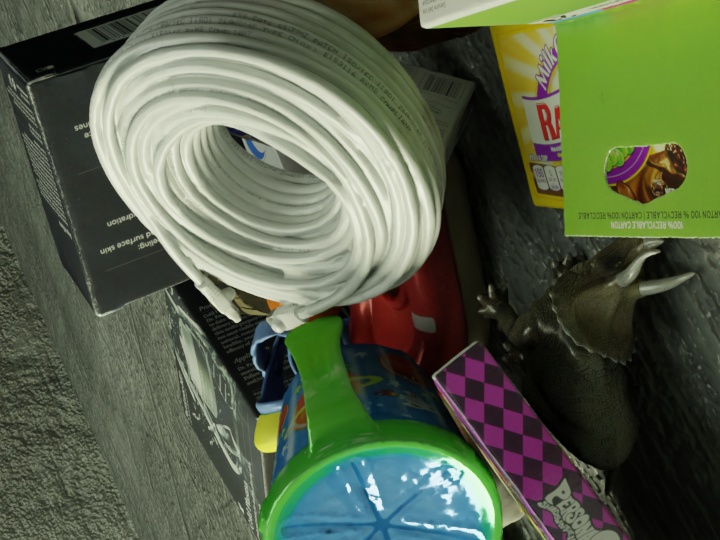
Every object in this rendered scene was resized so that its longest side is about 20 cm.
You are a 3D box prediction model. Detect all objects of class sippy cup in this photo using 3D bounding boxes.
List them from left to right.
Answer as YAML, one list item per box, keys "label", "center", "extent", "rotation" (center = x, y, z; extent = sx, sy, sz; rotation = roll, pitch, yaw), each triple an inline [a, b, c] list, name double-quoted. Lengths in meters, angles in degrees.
- label: "sippy cup"
  center: [0.005, 0.114, 0.798]
  extent: [0.131, 0.139, 0.179]
  rotation: [-103, 28, -60]

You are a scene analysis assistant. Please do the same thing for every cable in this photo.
- label: "cable"
  center: [-0.047, -0.060, 0.730]
  extent: [0.199, 0.069, 0.200]
  rotation: [-13, 130, 41]

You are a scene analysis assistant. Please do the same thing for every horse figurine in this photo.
- label: "horse figurine"
  center: [0.004, -0.173, 0.670]
  extent: [0.050, 0.132, 0.200]
  rotation: [-101, -14, -45]

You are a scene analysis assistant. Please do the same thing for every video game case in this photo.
- label: "video game case"
  center: [0.116, 0.139, 0.728]
  extent: [0.200, 0.036, 0.181]
  rotation: [54, 179, 15]

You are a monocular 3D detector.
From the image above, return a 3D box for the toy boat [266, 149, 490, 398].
- label: "toy boat"
  center: [0.000, 0.000, 0.872]
  extent: [0.130, 0.130, 0.201]
  rotation: [30, 137, 60]

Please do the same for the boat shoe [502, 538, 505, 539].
- label: "boat shoe"
  center: [0.039, 0.172, 0.937]
  extent: [0.199, 0.075, 0.073]
  rotation: [30, 168, -30]

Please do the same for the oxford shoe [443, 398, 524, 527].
- label: "oxford shoe"
  center: [0.074, 0.117, 0.920]
  extent: [0.075, 0.058, 0.200]
  rotation: [64, 178, -21]

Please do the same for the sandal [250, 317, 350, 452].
- label: "sandal"
  center: [-0.025, 0.059, 0.977]
  extent: [0.200, 0.079, 0.088]
  rotation: [-39, -64, -72]

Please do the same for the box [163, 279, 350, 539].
- label: "box"
  center: [-0.072, 0.106, 1.180]
  extent: [0.197, 0.123, 0.201]
  rotation: [53, 155, 41]

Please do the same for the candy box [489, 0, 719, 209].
- label: "candy box"
  center: [0.127, -0.076, 0.625]
  extent: [0.200, 0.026, 0.103]
  rotation: [12, 117, 66]

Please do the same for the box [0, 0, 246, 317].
- label: "box"
  center: [-0.160, -0.101, 1.081]
  extent: [0.117, 0.196, 0.201]
  rotation: [37, 144, 56]

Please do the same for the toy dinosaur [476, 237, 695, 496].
- label: "toy dinosaur"
  center: [0.115, 0.058, 0.721]
  extent: [0.102, 0.076, 0.201]
  rotation: [-119, 21, -58]

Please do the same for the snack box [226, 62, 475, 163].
- label: "snack box"
  center: [-0.038, -0.104, 0.791]
  extent: [0.199, 0.072, 0.024]
  rotation: [17, 146, 14]

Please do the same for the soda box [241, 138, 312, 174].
- label: "soda box"
  center: [-0.040, -0.083, 0.988]
  extent: [0.201, 0.063, 0.068]
  rotation: [67, 160, 2]

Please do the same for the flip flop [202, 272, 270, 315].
- label: "flip flop"
  center: [-0.078, -0.015, 0.974]
  extent: [0.200, 0.081, 0.058]
  rotation: [94, -175, -73]

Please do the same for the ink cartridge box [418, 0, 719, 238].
- label: "ink cartridge box"
  center: [0.085, -0.111, 0.559]
  extent: [0.148, 0.075, 0.201]
  rotation: [-176, 81, -68]
